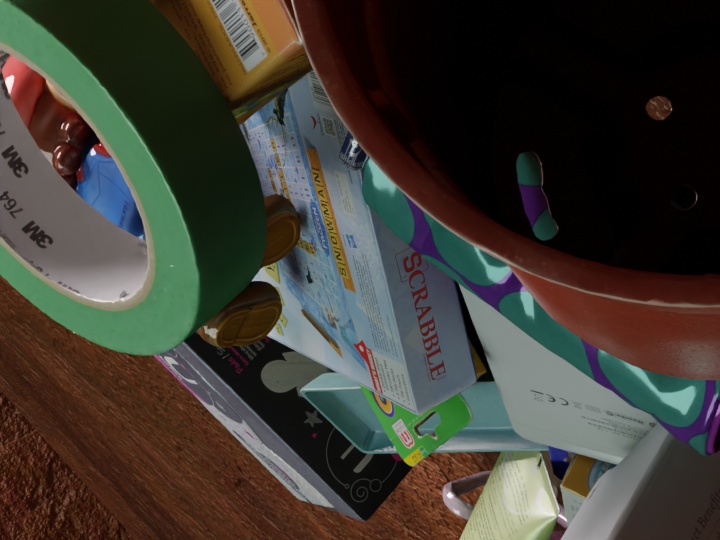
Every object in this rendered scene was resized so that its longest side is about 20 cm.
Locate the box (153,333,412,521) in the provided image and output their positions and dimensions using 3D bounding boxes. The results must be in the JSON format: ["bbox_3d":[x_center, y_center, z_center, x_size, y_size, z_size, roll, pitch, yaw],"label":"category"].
[{"bbox_3d":[-0.052,0.051,1.502,0.200,0.115,0.132,47,165,-15],"label":"box"}]

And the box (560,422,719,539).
[{"bbox_3d":[0.190,0.166,1.070,0.199,0.107,0.152,34,151,2],"label":"box"}]

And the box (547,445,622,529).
[{"bbox_3d":[0.182,0.150,1.225,0.199,0.042,0.119,23,161,18],"label":"box"}]

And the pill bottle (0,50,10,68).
[{"bbox_3d":[-0.191,-0.118,1.385,0.116,0.116,0.200,28,160,46],"label":"pill bottle"}]

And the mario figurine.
[{"bbox_3d":[-0.103,-0.054,1.176,0.200,0.124,0.106,40,-172,27],"label":"mario figurine"}]

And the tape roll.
[{"bbox_3d":[-0.131,-0.056,1.052,0.200,0.048,0.201,31,145,25],"label":"tape roll"}]

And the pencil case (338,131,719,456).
[{"bbox_3d":[0.092,-0.013,0.969,0.200,0.085,0.093,37,143,21],"label":"pencil case"}]

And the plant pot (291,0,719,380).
[{"bbox_3d":[0.095,-0.064,0.625,0.200,0.201,0.195,38,174,17],"label":"plant pot"}]

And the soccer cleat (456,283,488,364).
[{"bbox_3d":[0.052,0.036,1.299,0.080,0.068,0.200,13,155,1],"label":"soccer cleat"}]

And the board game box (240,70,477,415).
[{"bbox_3d":[-0.033,-0.050,1.155,0.199,0.041,0.201,25,135,52],"label":"board game box"}]

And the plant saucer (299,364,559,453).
[{"bbox_3d":[0.063,0.074,1.263,0.199,0.019,0.070,-5,142,38],"label":"plant saucer"}]

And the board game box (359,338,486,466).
[{"bbox_3d":[0.000,0.000,1.216,0.201,0.030,0.096,63,153,10],"label":"board game box"}]

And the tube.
[{"bbox_3d":[0.075,0.173,1.330,0.058,0.052,0.201,35,133,19],"label":"tube"}]

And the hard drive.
[{"bbox_3d":[0.119,0.042,1.103,0.131,0.027,0.200,15,156,22],"label":"hard drive"}]

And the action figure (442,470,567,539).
[{"bbox_3d":[0.162,0.187,1.393,0.199,0.134,0.150,-2,101,40],"label":"action figure"}]

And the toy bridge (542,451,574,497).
[{"bbox_3d":[0.120,0.090,1.323,0.067,0.027,0.200,37,164,20],"label":"toy bridge"}]

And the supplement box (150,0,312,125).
[{"bbox_3d":[-0.052,-0.108,1.017,0.069,0.066,0.200,63,154,-1],"label":"supplement box"}]
